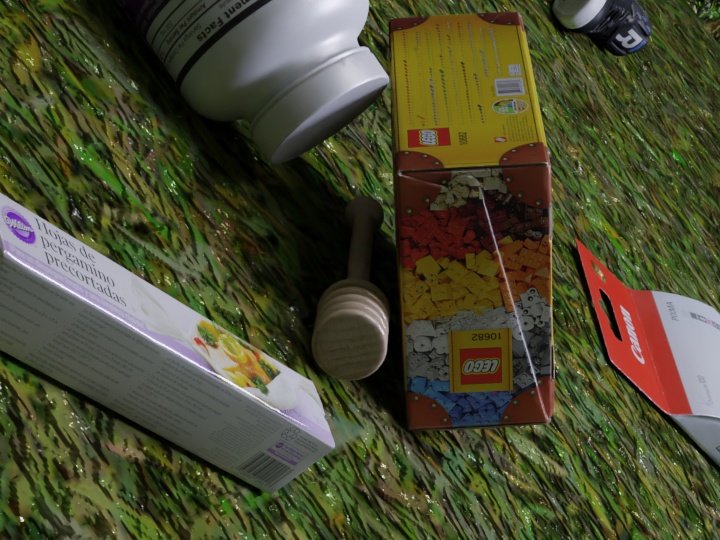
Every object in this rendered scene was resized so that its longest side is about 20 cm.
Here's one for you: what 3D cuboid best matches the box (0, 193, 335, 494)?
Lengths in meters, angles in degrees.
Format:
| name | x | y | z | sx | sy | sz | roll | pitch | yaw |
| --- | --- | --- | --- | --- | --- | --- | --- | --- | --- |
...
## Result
| name | x | y | z | sx | sy | sz | roll | pitch | yaw |
| --- | --- | --- | --- | --- | --- | --- | --- | --- | --- |
| box | -0.087 | 0.032 | 0.846 | 0.200 | 0.041 | 0.039 | 33 | 25 | -43 |

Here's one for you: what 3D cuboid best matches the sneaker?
| name | x | y | z | sx | sy | sz | roll | pitch | yaw |
| --- | --- | --- | --- | --- | --- | --- | --- | --- | --- |
| sneaker | 0.254 | -0.259 | 2.171 | 0.112 | 0.073 | 0.200 | 46 | 18 | -15 |

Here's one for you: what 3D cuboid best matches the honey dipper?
| name | x | y | z | sx | sy | sz | roll | pitch | yaw |
| --- | --- | --- | --- | --- | --- | --- | --- | --- | --- |
| honey dipper | 0.000 | 0.000 | 1.126 | 0.038 | 0.038 | 0.200 | 48 | 17 | -14 |

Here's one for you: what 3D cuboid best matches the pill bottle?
| name | x | y | z | sx | sy | sz | roll | pitch | yaw |
| --- | --- | --- | --- | --- | --- | --- | --- | --- | --- |
| pill bottle | -0.072 | -0.158 | 1.122 | 0.200 | 0.112 | 0.112 | 55 | 18 | 7 |

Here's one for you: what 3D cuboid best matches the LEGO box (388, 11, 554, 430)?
| name | x | y | z | sx | sy | sz | roll | pitch | yaw |
| --- | --- | --- | --- | --- | --- | --- | --- | --- | --- |
| LEGO box | 0.057 | -0.031 | 1.143 | 0.200 | 0.077 | 0.149 | -91 | 178 | -62 |

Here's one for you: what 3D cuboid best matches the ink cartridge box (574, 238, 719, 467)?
| name | x | y | z | sx | sy | sz | roll | pitch | yaw |
| --- | --- | --- | --- | --- | --- | --- | --- | --- | --- |
| ink cartridge box | 0.247 | 0.068 | 1.586 | 0.200 | 0.057 | 0.163 | 48 | 18 | -29 |
